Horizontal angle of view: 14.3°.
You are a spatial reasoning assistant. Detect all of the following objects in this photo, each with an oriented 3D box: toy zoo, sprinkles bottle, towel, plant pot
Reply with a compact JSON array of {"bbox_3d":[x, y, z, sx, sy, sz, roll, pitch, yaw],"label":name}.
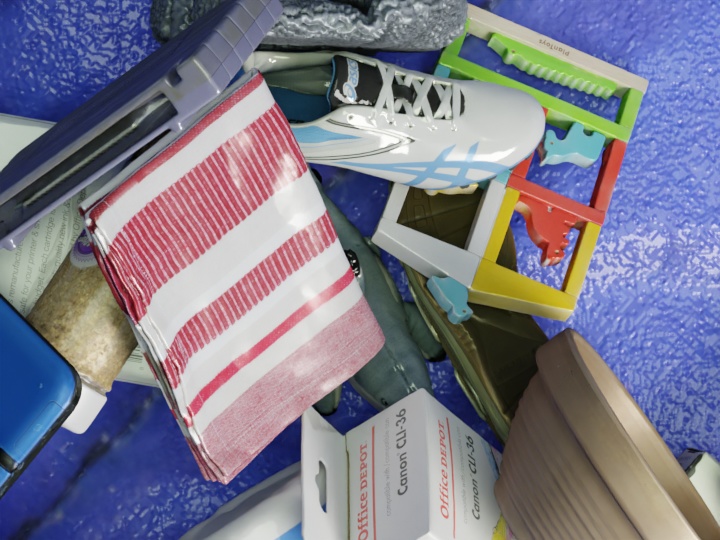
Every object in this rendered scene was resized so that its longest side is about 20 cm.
[{"bbox_3d":[0.089,-0.055,1.757,0.131,0.020,0.201,22,66,-5],"label":"toy zoo"},{"bbox_3d":[-0.135,-0.005,1.662,0.068,0.068,0.200,33,87,-5],"label":"sprinkles bottle"},{"bbox_3d":[-0.069,0.006,1.630,0.144,0.023,0.200,-41,125,-26],"label":"towel"},{"bbox_3d":[0.141,0.140,1.663,0.093,0.201,0.201,-34,93,8],"label":"plant pot"}]

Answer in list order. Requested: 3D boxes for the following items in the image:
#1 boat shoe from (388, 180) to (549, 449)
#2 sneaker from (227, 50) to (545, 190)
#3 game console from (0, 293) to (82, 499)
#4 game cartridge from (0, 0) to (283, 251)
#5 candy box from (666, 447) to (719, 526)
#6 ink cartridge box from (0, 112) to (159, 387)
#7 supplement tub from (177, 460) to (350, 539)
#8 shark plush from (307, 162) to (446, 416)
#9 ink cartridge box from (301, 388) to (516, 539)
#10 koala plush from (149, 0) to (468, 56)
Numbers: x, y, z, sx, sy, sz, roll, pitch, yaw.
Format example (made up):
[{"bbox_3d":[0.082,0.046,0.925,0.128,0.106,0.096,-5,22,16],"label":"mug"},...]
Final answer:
[{"bbox_3d":[0.070,0.021,1.773,0.073,0.063,0.201,-26,82,-20],"label":"boat shoe"},{"bbox_3d":[0.014,-0.095,1.707,0.199,0.073,0.072,4,64,-6],"label":"sneaker"},{"bbox_3d":[-0.250,0.080,1.664,0.200,0.118,0.171,42,94,26],"label":"game console"},{"bbox_3d":[-0.135,-0.080,1.594,0.200,0.130,0.038,-33,99,28],"label":"game cartridge"},{"bbox_3d":[0.192,0.228,1.783,0.136,0.061,0.200,43,86,-3],"label":"candy box"},{"bbox_3d":[-0.169,-0.011,1.736,0.199,0.084,0.146,10,89,-6],"label":"ink cartridge box"},{"bbox_3d":[-0.018,0.224,1.728,0.132,0.132,0.200,-33,94,-5],"label":"supplement tub"},{"bbox_3d":[0.000,0.000,1.753,0.090,0.083,0.201,-13,91,-5],"label":"shark plush"},{"bbox_3d":[0.051,0.155,1.696,0.067,0.117,0.200,-32,128,26],"label":"ink cartridge box"},{"bbox_3d":[-0.024,-0.232,1.717,0.183,0.177,0.201,0,89,-17],"label":"koala plush"}]
